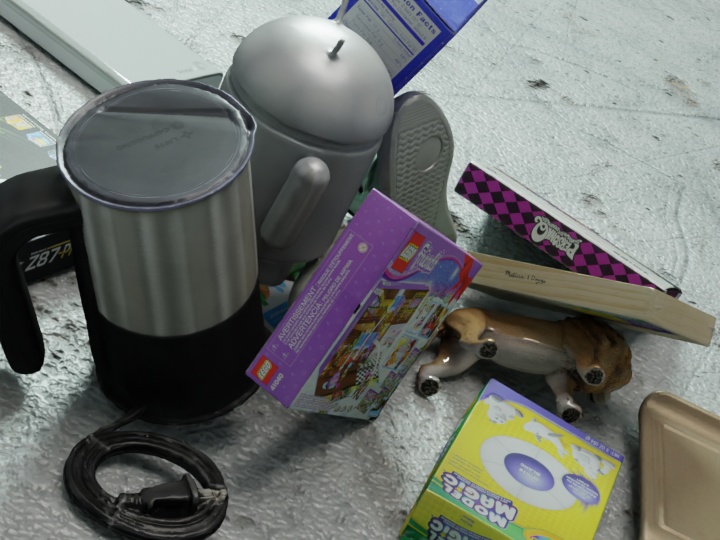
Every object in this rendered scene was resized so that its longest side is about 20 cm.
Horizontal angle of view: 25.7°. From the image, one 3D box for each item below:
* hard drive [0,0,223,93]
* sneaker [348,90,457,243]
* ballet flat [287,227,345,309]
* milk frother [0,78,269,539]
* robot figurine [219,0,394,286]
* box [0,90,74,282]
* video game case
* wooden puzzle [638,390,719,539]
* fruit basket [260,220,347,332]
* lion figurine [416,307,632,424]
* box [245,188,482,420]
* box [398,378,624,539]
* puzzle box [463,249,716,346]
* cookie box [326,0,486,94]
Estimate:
[{"bbox_3d":[-0.235,-0.213,1.414,0.200,0.026,0.132,37,30,18],"label":"hard drive"},{"bbox_3d":[0.014,-0.086,1.278,0.074,0.201,0.118,-39,59,-21],"label":"sneaker"},{"bbox_3d":[0.000,0.000,1.150,0.069,0.070,0.200,40,17,22],"label":"ballet flat"},{"bbox_3d":[-0.119,0.028,0.937,0.180,0.189,0.200,-26,50,-22],"label":"milk frother"},{"bbox_3d":[-0.048,-0.085,1.056,0.112,0.201,0.170,13,33,-22],"label":"robot figurine"},{"bbox_3d":[-0.280,-0.069,1.113,0.200,0.049,0.161,38,33,19],"label":"box"},{"bbox_3d":[0.187,-0.025,1.396,0.199,0.036,0.181,35,8,13],"label":"video game case"},{"bbox_3d":[0.289,0.192,1.190,0.184,0.037,0.200,26,33,-4],"label":"wooden puzzle"},{"bbox_3d":[-0.076,-0.045,1.205,0.200,0.094,0.185,40,30,16],"label":"fruit basket"},{"bbox_3d":[0.123,0.060,1.224,0.199,0.073,0.123,19,23,-8],"label":"lion figurine"},{"bbox_3d":[0.009,0.029,1.030,0.039,0.137,0.200,36,3,17],"label":"box"},{"bbox_3d":[0.103,0.157,1.070,0.117,0.049,0.200,30,30,6],"label":"box"},{"bbox_3d":[0.166,0.019,1.245,0.199,0.026,0.133,13,-4,34],"label":"puzzle box"},{"bbox_3d":[0.007,-0.165,1.184,0.075,0.200,0.171,46,32,-5],"label":"cookie box"}]
